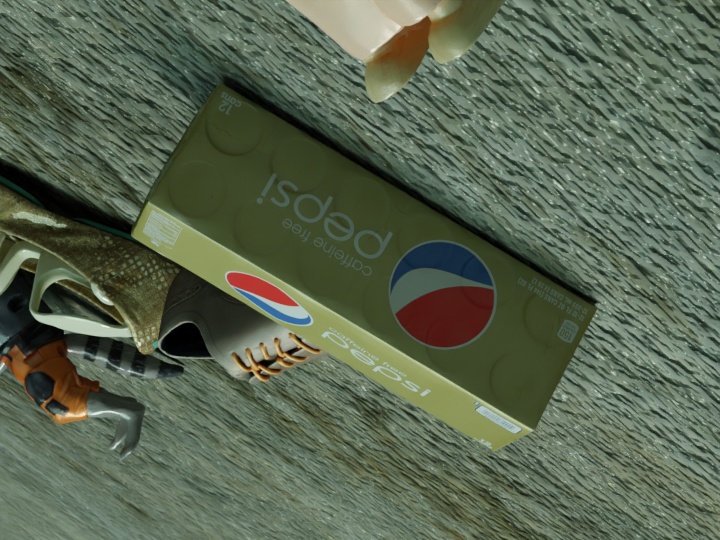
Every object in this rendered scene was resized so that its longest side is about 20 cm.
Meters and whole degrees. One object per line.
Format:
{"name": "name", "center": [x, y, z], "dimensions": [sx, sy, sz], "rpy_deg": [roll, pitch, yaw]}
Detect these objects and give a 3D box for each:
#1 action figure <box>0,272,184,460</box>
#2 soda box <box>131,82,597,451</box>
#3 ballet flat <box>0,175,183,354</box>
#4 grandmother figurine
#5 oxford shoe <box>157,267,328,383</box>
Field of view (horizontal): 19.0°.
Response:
{"name": "action figure", "center": [-0.224, 0.043, 1.460], "dimensions": [0.193, 0.105, 0.200], "rpy_deg": [40, -174, -7]}
{"name": "soda box", "center": [0.000, 0.000, 0.972], "dimensions": [0.200, 0.068, 0.064], "rpy_deg": [31, 163, -5]}
{"name": "ballet flat", "center": [-0.187, -0.008, 1.249], "dimensions": [0.200, 0.065, 0.071], "rpy_deg": [22, 160, 22]}
{"name": "grandmother figurine", "center": [-0.048, -0.138, 0.700], "dimensions": [0.200, 0.061, 0.121], "rpy_deg": [40, 132, -21]}
{"name": "oxford shoe", "center": [-0.030, 0.029, 1.089], "dimensions": [0.071, 0.073, 0.200], "rpy_deg": [40, 160, -32]}
